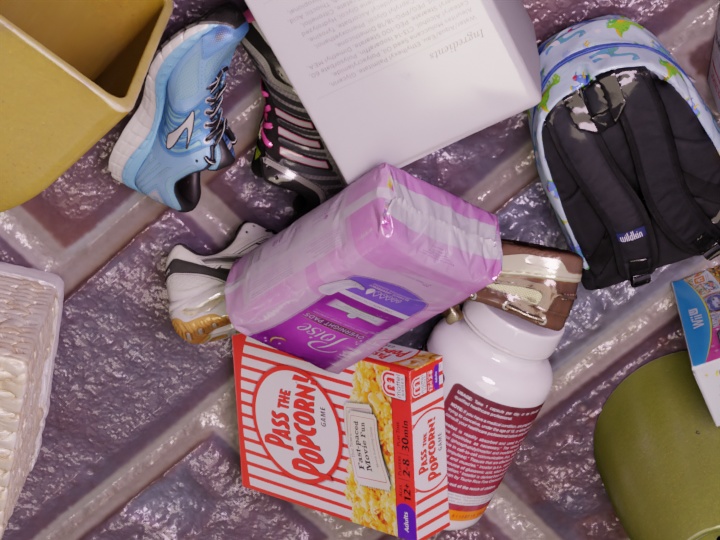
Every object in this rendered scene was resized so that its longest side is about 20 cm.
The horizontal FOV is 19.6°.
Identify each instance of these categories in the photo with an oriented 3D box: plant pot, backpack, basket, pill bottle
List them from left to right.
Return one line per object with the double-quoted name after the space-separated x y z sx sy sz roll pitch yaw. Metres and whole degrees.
-0.363 0.102 1.744 0.199 0.161 0.199 11 116 -5 "basket"
-0.291 -0.158 1.599 0.195 0.195 0.200 36 120 -16 "plant pot"
0.092 0.111 1.759 0.113 0.113 0.201 22 116 -9 "pill bottle"
0.206 -0.102 1.639 0.163 0.154 0.200 -23 141 17 "backpack"
0.296 0.195 1.746 0.186 0.200 0.188 1 117 1 "plant pot"

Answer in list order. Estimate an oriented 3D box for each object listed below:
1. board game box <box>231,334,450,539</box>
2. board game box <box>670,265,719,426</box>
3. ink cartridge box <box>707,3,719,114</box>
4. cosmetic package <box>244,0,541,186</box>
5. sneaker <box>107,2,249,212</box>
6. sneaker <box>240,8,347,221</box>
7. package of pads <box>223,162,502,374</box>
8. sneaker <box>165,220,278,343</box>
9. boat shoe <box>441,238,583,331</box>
-0.018 0.127 1.735 0.199 0.046 0.152 12 114 40 "board game box"
0.363 0.034 1.692 0.199 0.148 0.064 -21 115 11 "board game box"
0.315 -0.177 1.604 0.066 0.116 0.201 4 116 -1 "ink cartridge box"
0.022 -0.205 1.572 0.164 0.165 0.200 -23 113 14 "cosmetic package"
-0.124 -0.126 1.644 0.090 0.078 0.200 39 133 10 "sneaker"
-0.058 -0.114 1.671 0.087 0.074 0.200 -27 118 8 "sneaker"
0.000 0.000 1.590 0.120 0.076 0.200 26 141 -32 "package of pads"
-0.066 -0.007 1.726 0.199 0.088 0.076 -13 161 -13 "sneaker"
0.073 0.007 1.664 0.201 0.075 0.075 11 96 18 "boat shoe"
